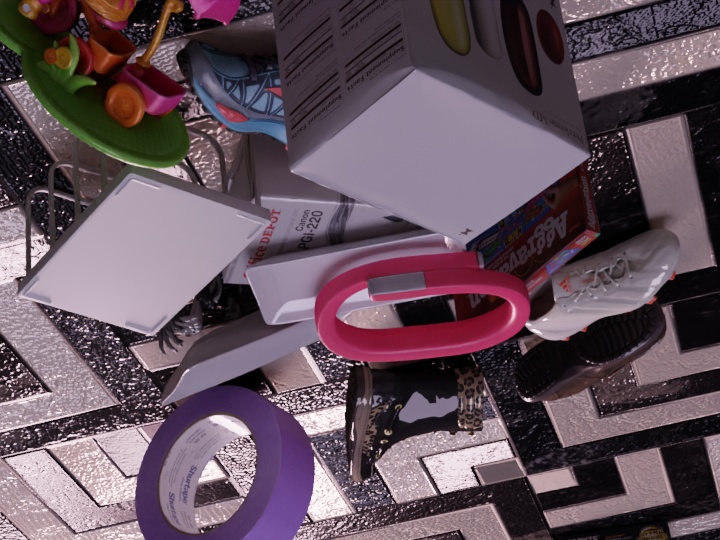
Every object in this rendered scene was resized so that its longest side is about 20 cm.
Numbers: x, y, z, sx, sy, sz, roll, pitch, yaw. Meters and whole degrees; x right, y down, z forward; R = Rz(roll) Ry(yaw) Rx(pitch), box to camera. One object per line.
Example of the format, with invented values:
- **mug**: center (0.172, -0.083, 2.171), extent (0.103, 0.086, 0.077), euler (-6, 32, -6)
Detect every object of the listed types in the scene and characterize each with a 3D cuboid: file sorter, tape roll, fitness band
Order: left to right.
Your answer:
- **file sorter**: center (-0.192, -0.059, 1.641), extent (0.138, 0.125, 0.200), euler (18, 140, -32)
- **tape roll**: center (-0.147, 0.228, 2.025), extent (0.199, 0.201, 0.066), euler (-24, 143, 25)
- **fitness band**: center (0.057, 0.035, 1.729), extent (0.198, 0.038, 0.144), euler (-4, 151, -3)

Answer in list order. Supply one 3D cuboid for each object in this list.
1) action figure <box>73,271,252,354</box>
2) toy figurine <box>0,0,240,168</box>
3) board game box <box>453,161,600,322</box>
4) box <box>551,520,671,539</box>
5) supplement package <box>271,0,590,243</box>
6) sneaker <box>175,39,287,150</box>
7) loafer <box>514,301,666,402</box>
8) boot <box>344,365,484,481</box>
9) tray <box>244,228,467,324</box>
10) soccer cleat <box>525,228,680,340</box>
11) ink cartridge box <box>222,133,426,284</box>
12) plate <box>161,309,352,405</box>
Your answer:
- **action figure**: center (-0.176, 0.025, 1.797), extent (0.198, 0.103, 0.119), euler (1, 160, -12)
- **toy figurine**: center (-0.167, -0.212, 1.429), extent (0.184, 0.200, 0.150), euler (-52, 170, 25)
- **board game box**: center (0.150, -0.027, 1.778), extent (0.019, 0.104, 0.200), euler (14, 141, -31)
- **box**: center (0.339, 0.410, 2.544), extent (0.158, 0.046, 0.201), euler (-8, 147, 2)
- **supplement package**: center (0.051, -0.164, 1.458), extent (0.190, 0.201, 0.147), euler (21, 139, -37)
- **sneaker**: center (-0.065, -0.163, 1.572), extent (0.199, 0.080, 0.096), euler (18, 127, -44)
- **loafer**: center (0.253, 0.082, 2.010), extent (0.071, 0.074, 0.199), euler (10, 150, -43)
- **boot**: center (0.058, 0.169, 2.097), extent (0.149, 0.074, 0.201), euler (-4, 142, -5)
- **tray**: center (0.000, 0.000, 1.711), extent (0.198, 0.022, 0.108), euler (-10, 149, 4)
- **soccer cleat**: center (0.236, 0.014, 1.896), extent (0.077, 0.070, 0.200), euler (23, 140, -33)
- **ink cartridge box**: center (-0.022, -0.053, 1.723), extent (0.198, 0.085, 0.146), euler (5, 145, -15)
- **plate**: center (-0.101, 0.067, 1.856), extent (0.199, 0.033, 0.200), euler (-23, 173, -18)
